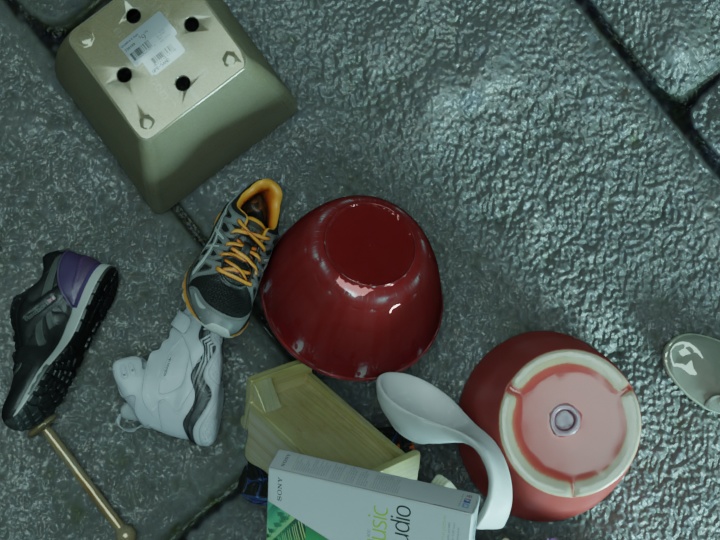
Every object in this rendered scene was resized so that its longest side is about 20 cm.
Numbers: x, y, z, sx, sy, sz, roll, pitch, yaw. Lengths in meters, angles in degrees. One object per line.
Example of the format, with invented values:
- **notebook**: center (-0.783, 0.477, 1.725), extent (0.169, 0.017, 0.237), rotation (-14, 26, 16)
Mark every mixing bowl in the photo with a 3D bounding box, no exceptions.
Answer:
- **mixing bowl**: center (0.000, 0.000, 1.502), extent (0.197, 0.109, 0.203), rotation (5, 61, -9)

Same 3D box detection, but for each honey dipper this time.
- **honey dipper**: center (-0.302, 0.209, 1.553), extent (0.038, 0.038, 0.201), rotation (-38, 90, -4)

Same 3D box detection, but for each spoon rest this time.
- **spoon rest**: center (0.087, 0.163, 1.441), extent (0.200, 0.099, 0.061), rotation (51, 119, 37)

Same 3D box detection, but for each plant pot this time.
- **plant pot**: center (0.198, 0.156, 1.491), extent (0.197, 0.177, 0.204), rotation (0, 83, -1)
- **plant pot**: center (-0.199, -0.206, 1.522), extent (0.199, 0.177, 0.201), rotation (-37, 87, -4)

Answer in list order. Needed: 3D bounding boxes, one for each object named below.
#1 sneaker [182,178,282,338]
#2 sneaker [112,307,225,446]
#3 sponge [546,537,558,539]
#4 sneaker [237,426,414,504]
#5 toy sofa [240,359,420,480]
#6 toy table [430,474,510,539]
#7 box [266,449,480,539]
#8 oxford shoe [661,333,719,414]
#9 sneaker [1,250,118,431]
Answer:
- **sneaker**: center (-0.126, -0.018, 1.503), extent (0.078, 0.077, 0.202), rotation (26, 44, -18)
- **sneaker**: center (-0.198, 0.080, 1.544), extent (0.113, 0.075, 0.203), rotation (4, 82, 1)
- **sponge**: center (0.229, 0.344, 1.479), extent (0.030, 0.199, 0.113), rotation (18, 83, 43)
- **sneaker**: center (-0.033, 0.222, 1.533), extent (0.197, 0.079, 0.076), rotation (-6, 45, 14)
- **toy sofa**: center (-0.033, 0.182, 1.469), extent (0.082, 0.199, 0.099), rotation (-18, 128, -34)
- **toy table**: center (0.084, 0.299, 1.486), extent (0.199, 0.184, 0.117), rotation (31, 72, 35)
- **box**: center (0.008, 0.255, 1.367), extent (0.197, 0.036, 0.146), rotation (11, 118, 15)
- **oxford shoe**: center (0.411, 0.133, 1.558), extent (0.199, 0.058, 0.076), rotation (36, 87, 4)
- **sneaker**: center (-0.336, 0.071, 1.541), extent (0.087, 0.076, 0.202), rotation (21, 65, 12)
